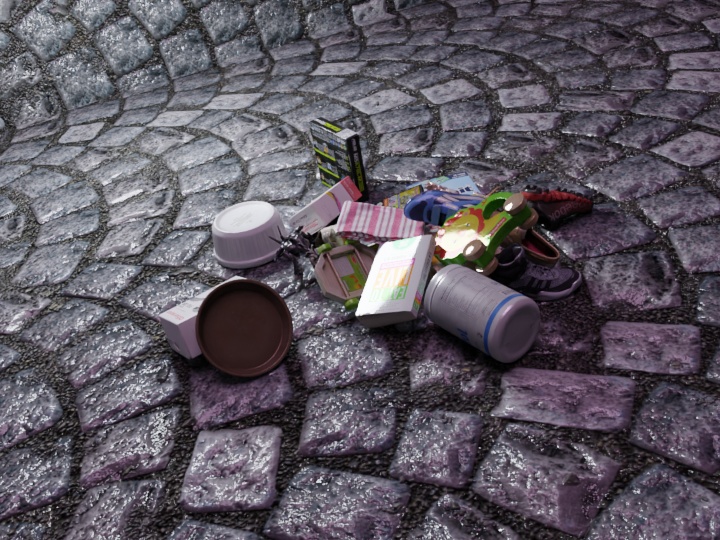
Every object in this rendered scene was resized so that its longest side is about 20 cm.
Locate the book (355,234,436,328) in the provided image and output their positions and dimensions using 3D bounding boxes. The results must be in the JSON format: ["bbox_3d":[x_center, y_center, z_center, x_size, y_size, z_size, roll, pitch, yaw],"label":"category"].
[{"bbox_3d":[0.079,0.020,1.609,0.133,0.048,0.201,-11,46,34],"label":"book"}]

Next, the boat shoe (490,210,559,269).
[{"bbox_3d":[0.344,-0.076,1.651,0.200,0.069,0.074,37,54,2],"label":"boat shoe"}]

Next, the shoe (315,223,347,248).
[{"bbox_3d":[-0.069,-0.070,1.823,0.053,0.070,0.200,-21,5,-12],"label":"shoe"}]

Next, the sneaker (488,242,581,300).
[{"bbox_3d":[0.356,0.001,1.581,0.198,0.114,0.076,-9,33,4],"label":"sneaker"}]

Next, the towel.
[{"bbox_3d":[0.048,-0.110,1.749,0.198,0.030,0.147,8,34,3],"label":"towel"}]

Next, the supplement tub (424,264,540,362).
[{"bbox_3d":[0.234,0.080,1.481,0.131,0.133,0.200,-29,36,-26],"label":"supplement tub"}]

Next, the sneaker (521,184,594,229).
[{"bbox_3d":[0.463,-0.146,1.818,0.199,0.099,0.071,2,13,-25],"label":"sneaker"}]

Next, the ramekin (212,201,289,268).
[{"bbox_3d":[-0.283,-0.097,1.942,0.201,0.095,0.203,-8,33,5],"label":"ramekin"}]

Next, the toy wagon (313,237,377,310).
[{"bbox_3d":[0.000,0.000,1.697,0.199,0.040,0.156,-16,66,-25],"label":"toy wagon"}]

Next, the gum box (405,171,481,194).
[{"bbox_3d":[0.219,-0.177,1.959,0.169,0.045,0.200,-14,34,-4],"label":"gum box"}]

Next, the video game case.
[{"bbox_3d":[0.077,-0.125,1.895,0.180,0.026,0.201,-20,32,14],"label":"video game case"}]

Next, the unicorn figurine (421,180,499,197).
[{"bbox_3d":[0.228,-0.170,1.825,0.137,0.074,0.200,18,20,25],"label":"unicorn figurine"}]

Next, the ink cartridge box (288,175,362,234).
[{"bbox_3d":[-0.101,-0.149,1.947,0.116,0.068,0.200,-29,11,50],"label":"ink cartridge box"}]

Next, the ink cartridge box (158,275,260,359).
[{"bbox_3d":[-0.309,0.095,1.632,0.199,0.083,0.146,-29,18,-26],"label":"ink cartridge box"}]

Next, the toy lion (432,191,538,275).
[{"bbox_3d":[0.244,-0.085,1.597,0.200,0.069,0.192,-48,30,-2],"label":"toy lion"}]

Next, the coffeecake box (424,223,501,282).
[{"bbox_3d":[0.212,-0.037,1.720,0.152,0.073,0.200,-17,33,-8],"label":"coffeecake box"}]

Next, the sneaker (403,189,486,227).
[{"bbox_3d":[0.195,-0.127,1.712,0.198,0.074,0.083,1,45,1],"label":"sneaker"}]

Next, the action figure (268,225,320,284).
[{"bbox_3d":[-0.121,-0.025,1.775,0.199,0.102,0.119,29,55,18],"label":"action figure"}]

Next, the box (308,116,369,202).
[{"bbox_3d":[-0.059,-0.303,2.100,0.047,0.194,0.200,-28,35,-22],"label":"box"}]

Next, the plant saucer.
[{"bbox_3d":[-0.235,0.117,1.551,0.199,0.201,0.029,-27,-4,-24],"label":"plant saucer"}]
